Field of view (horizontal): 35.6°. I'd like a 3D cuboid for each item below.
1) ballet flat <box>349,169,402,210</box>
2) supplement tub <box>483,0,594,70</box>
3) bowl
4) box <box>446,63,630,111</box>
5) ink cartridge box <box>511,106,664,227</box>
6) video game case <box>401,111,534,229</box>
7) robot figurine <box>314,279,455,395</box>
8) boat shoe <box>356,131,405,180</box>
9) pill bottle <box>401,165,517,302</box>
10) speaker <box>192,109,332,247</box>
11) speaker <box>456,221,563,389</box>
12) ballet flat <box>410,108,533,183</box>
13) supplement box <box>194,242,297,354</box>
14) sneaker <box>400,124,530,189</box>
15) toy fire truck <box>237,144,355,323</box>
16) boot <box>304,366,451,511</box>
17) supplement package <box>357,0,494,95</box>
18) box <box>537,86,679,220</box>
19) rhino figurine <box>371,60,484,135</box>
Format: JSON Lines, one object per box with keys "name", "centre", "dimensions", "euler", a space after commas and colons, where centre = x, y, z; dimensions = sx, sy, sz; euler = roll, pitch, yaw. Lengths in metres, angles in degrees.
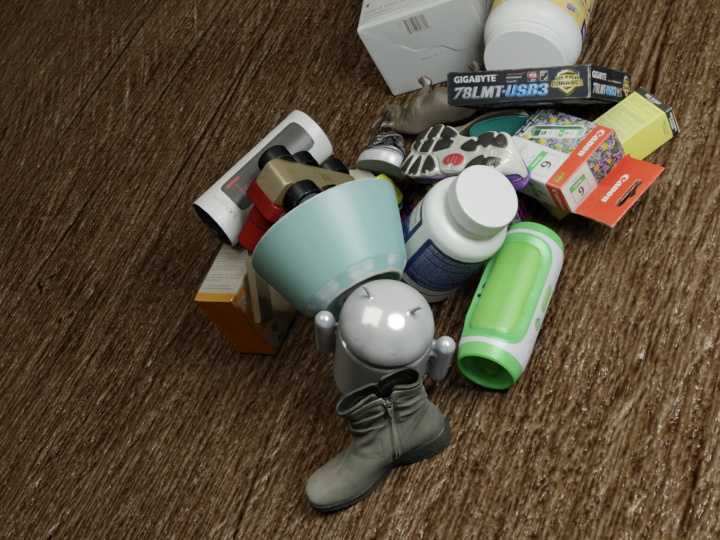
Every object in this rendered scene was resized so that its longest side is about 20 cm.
{"name": "ballet flat", "centre": [-0.014, -0.113, 1.615], "dimensions": [0.067, 0.067, 0.199], "euler": [-45, 26, -26]}
{"name": "supplement tub", "centre": [0.263, -0.372, 1.650], "dimensions": [0.144, 0.146, 0.201], "euler": [-3, 50, 31]}
{"name": "bowl", "centre": [-0.022, -0.011, 1.367], "dimensions": [0.200, 0.201, 0.106], "euler": [-32, 70, 3]}
{"name": "box", "centre": [0.243, -0.243, 1.510], "dimensions": [0.198, 0.198, 0.050], "euler": [1, 96, 29]}
{"name": "ink cartridge box", "centre": [0.269, -0.134, 1.411], "dimensions": [0.109, 0.050, 0.200], "euler": [-46, 39, -11]}
{"name": "video game case", "centre": [0.154, -0.129, 1.574], "dimensions": [0.180, 0.036, 0.201], "euler": [-9, 47, 28]}
{"name": "robot figurine", "centre": [0.026, 0.089, 1.329], "dimensions": [0.168, 0.201, 0.114], "euler": [10, 52, 0]}
{"name": "boat shoe", "centre": [0.036, -0.165, 1.596], "dimensions": [0.069, 0.200, 0.067], "euler": [20, 86, -2]}
{"name": "pill bottle", "centre": [0.114, -0.047, 1.392], "dimensions": [0.200, 0.110, 0.112], "euler": [-49, 14, 57]}
{"name": "speaker", "centre": [-0.134, -0.126, 1.540], "dimensions": [0.200, 0.081, 0.081], "euler": [-44, 41, -14]}
{"name": "speaker", "centre": [0.183, 0.041, 1.357], "dimensions": [0.088, 0.089, 0.201], "euler": [2, 53, 35]}
{"name": "ballet flat", "centre": [0.153, -0.184, 1.552], "dimensions": [0.198, 0.068, 0.063], "euler": [-21, 32, 17]}
{"name": "supplement box", "centre": [-0.135, 0.000, 1.575], "dimensions": [0.073, 0.126, 0.201], "euler": [0, 52, 34]}
{"name": "sneaker", "centre": [0.132, -0.130, 1.441], "dimensions": [0.199, 0.083, 0.081], "euler": [16, 70, 48]}
{"name": "toy fire truck", "centre": [-0.089, -0.042, 1.503], "dimensions": [0.201, 0.175, 0.129], "euler": [-53, 58, 22]}
{"name": "boot", "centre": [0.000, 0.189, 1.301], "dimensions": [0.199, 0.131, 0.068], "euler": [-31, 41, 5]}
{"name": "supplement package", "centre": [0.119, -0.419, 1.791], "dimensions": [0.190, 0.147, 0.201], "euler": [-12, 46, 24]}
{"name": "box", "centre": [0.317, -0.155, 1.480], "dimensions": [0.199, 0.050, 0.075], "euler": [-36, 40, -2]}
{"name": "rhino figurine", "centre": [0.101, -0.246, 1.704], "dimensions": [0.198, 0.060, 0.088], "euler": [-14, 55, 27]}
